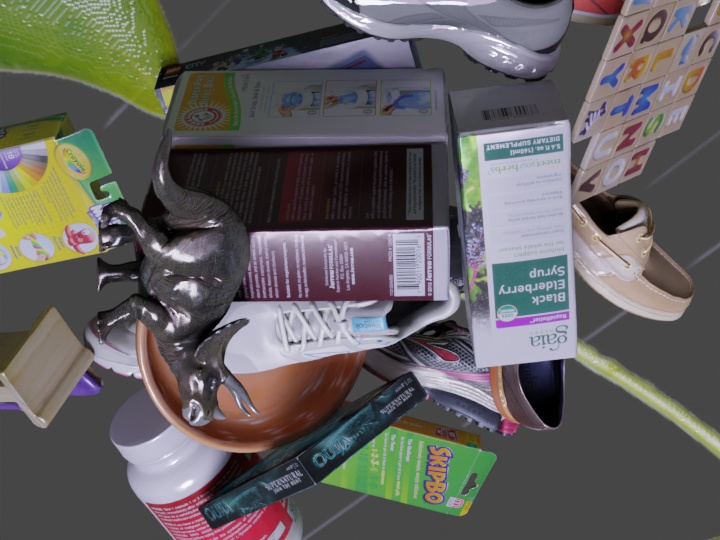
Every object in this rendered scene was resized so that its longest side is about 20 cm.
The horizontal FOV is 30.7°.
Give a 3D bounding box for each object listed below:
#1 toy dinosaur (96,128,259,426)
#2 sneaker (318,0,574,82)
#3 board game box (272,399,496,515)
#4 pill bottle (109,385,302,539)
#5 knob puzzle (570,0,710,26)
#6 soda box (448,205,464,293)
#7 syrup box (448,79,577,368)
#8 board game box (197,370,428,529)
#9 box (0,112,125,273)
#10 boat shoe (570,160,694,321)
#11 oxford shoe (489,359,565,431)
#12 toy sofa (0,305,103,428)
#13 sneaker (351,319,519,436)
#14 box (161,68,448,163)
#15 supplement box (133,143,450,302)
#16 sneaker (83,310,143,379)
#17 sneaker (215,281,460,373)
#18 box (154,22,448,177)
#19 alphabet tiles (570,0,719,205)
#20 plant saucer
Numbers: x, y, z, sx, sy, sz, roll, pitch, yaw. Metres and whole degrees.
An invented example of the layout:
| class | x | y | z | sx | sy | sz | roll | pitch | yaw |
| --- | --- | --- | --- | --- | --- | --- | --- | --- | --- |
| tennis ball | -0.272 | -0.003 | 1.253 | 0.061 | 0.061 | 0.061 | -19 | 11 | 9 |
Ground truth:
| class | x | y | z | sx | sy | sz | roll | pitch | yaw |
| --- | --- | --- | --- | --- | --- | --- | --- | --- | --- |
| toy dinosaur | -0.108 | -0.005 | 0.797 | 0.102 | 0.077 | 0.200 | 2 | 119 | -13 |
| sneaker | 0.057 | -0.202 | 0.933 | 0.200 | 0.074 | 0.079 | 13 | 135 | -11 |
| board game box | 0.022 | 0.177 | 1.256 | 0.200 | 0.030 | 0.096 | 17 | 127 | -7 |
| pill bottle | -0.145 | 0.197 | 1.225 | 0.112 | 0.112 | 0.200 | -20 | 124 | 17 |
| knob puzzle | 0.183 | -0.250 | 0.924 | 0.219 | 0.030 | 0.220 | 1 | 127 | 1 |
| soda box | 0.000 | 0.000 | 1.035 | 0.200 | 0.071 | 0.063 | -13 | 105 | -23 |
| syrup box | 0.113 | -0.032 | 0.968 | 0.079 | 0.081 | 0.200 | -6 | 120 | 1 |
| board game box | -0.044 | 0.154 | 1.104 | 0.028 | 0.135 | 0.200 | 56 | 144 | 0 |
| box | -0.290 | -0.058 | 1.078 | 0.200 | 0.048 | 0.117 | -9 | 126 | 12 |
| boat shoe | 0.204 | -0.030 | 1.063 | 0.200 | 0.074 | 0.069 | 31 | 128 | -19 |
| oxford shoe | 0.139 | 0.035 | 1.082 | 0.071 | 0.073 | 0.200 | -16 | 102 | -16 |
| toy sofa | -0.327 | 0.096 | 1.134 | 0.200 | 0.083 | 0.098 | -4 | 128 | 32 |
| sneaker | 0.058 | 0.073 | 1.154 | 0.200 | 0.081 | 0.075 | 25 | 91 | -8 |
| box | -0.037 | -0.078 | 0.969 | 0.200 | 0.101 | 0.113 | 0 | 126 | 2 |
| supplement box | -0.041 | -0.032 | 0.873 | 0.200 | 0.109 | 0.061 | 0 | 125 | 3 |
| sneaker | -0.143 | 0.030 | 1.125 | 0.200 | 0.081 | 0.088 | -11 | 122 | 2 |
| sneaker | -0.019 | 0.030 | 0.944 | 0.200 | 0.087 | 0.075 | -17 | 107 | -20 |
| box | -0.043 | -0.115 | 1.029 | 0.200 | 0.038 | 0.137 | -11 | 126 | 11 |
| alphabet tiles | 0.210 | -0.139 | 0.946 | 0.008 | 0.167 | 0.200 | 39 | 131 | 27 |
| plant saucer | -0.088 | 0.047 | 1.062 | 0.200 | 0.037 | 0.200 | -5 | 102 | -25 |
